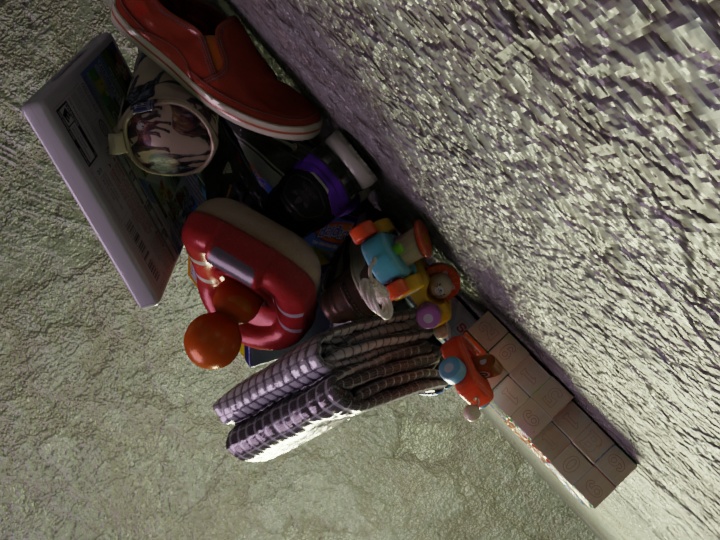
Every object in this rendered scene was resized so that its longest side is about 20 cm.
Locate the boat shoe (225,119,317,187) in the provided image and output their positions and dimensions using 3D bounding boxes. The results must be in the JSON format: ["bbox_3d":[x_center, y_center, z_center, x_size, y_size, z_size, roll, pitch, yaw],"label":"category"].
[{"bbox_3d":[-0.107,-0.157,0.887,0.071,0.064,0.200,-4,-142,-46],"label":"boat shoe"}]

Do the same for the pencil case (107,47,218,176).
[{"bbox_3d":[-0.174,-0.175,0.731,0.089,0.078,0.200,6,-136,-16],"label":"pencil case"}]

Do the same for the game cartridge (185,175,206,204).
[{"bbox_3d":[-0.194,-0.094,0.950,0.200,0.133,0.041,50,140,42],"label":"game cartridge"}]

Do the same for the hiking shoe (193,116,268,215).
[{"bbox_3d":[-0.133,-0.090,0.839,0.087,0.074,0.200,-95,-15,-70],"label":"hiking shoe"}]

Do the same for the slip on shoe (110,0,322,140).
[{"bbox_3d":[-0.113,-0.178,0.667,0.200,0.061,0.074,37,-147,-4],"label":"slip on shoe"}]

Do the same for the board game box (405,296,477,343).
[{"bbox_3d":[0.130,0.090,0.979,0.200,0.041,0.200,48,178,8],"label":"board game box"}]

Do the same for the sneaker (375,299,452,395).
[{"bbox_3d":[0.034,0.065,0.936,0.200,0.071,0.083,53,-175,24],"label":"sneaker"}]

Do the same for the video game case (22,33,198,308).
[{"bbox_3d":[-0.216,-0.095,0.735,0.182,0.022,0.200,-86,-23,-57],"label":"video game case"}]

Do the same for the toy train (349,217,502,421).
[{"bbox_3d":[0.067,0.032,0.697,0.200,0.056,0.150,47,-161,-41],"label":"toy train"}]

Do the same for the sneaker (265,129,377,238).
[{"bbox_3d":[-0.046,-0.071,0.751,0.070,0.099,0.200,49,177,-1],"label":"sneaker"}]

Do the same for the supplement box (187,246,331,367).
[{"bbox_3d":[-0.125,0.002,0.966,0.200,0.109,0.109,47,143,42],"label":"supplement box"}]

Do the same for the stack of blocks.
[{"bbox_3d":[0.176,0.140,0.799,0.200,0.059,0.115,47,177,15],"label":"stack of blocks"}]

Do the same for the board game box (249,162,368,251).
[{"bbox_3d":[-0.078,-0.095,0.948,0.152,0.045,0.200,11,-153,-49],"label":"board game box"}]

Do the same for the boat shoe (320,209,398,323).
[{"bbox_3d":[-0.003,-0.005,0.795,0.075,0.075,0.202,57,-165,-10],"label":"boat shoe"}]

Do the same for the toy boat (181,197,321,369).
[{"bbox_3d":[-0.114,0.032,0.738,0.130,0.131,0.200,29,161,7],"label":"toy boat"}]

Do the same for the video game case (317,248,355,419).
[{"bbox_3d":[-0.043,0.052,0.989,0.182,0.022,0.200,-128,35,-48],"label":"video game case"}]

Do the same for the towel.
[{"bbox_3d":[-0.021,0.117,0.805,0.200,0.165,0.086,-8,-111,-51],"label":"towel"}]
